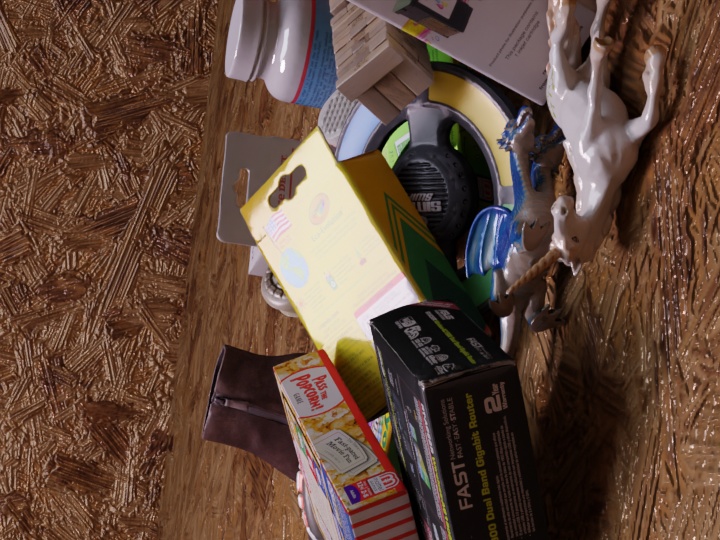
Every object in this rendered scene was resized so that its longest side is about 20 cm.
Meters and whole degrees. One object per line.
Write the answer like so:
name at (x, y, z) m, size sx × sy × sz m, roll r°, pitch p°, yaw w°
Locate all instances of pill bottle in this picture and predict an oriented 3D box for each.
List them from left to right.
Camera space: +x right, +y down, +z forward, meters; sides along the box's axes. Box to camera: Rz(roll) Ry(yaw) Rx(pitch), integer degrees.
pill bottle at (-0.027, -0.211, 1.383) m, size 0.109 × 0.197 × 0.111 m, roll -171°, pitch 90°, yaw -76°

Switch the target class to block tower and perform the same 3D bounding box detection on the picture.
block tower at (0.013, -0.194, 1.100) m, size 0.054 × 0.058 × 0.201 m, roll -37°, pitch 32°, yaw 24°

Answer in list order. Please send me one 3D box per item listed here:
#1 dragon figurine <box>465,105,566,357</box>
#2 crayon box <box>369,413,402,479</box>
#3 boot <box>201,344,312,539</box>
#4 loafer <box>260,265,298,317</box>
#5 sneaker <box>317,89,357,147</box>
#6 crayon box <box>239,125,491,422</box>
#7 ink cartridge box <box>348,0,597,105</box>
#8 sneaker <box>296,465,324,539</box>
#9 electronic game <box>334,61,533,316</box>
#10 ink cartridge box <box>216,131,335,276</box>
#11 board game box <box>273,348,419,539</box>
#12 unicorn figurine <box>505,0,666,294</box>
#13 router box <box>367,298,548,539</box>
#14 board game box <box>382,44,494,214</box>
dragon figurine at (0.109, -0.009, 0.995) m, size 0.100 × 0.058 × 0.203 m, roll -110°, pitch 31°, yaw -63°
crayon box at (0.039, 0.125, 1.204) m, size 0.119 × 0.057 × 0.203 m, roll -166°, pitch 85°, yaw -77°
boot at (-0.081, 0.178, 1.436) m, size 0.072 × 0.164 × 0.203 m, roll -138°, pitch 57°, yaw -74°
loafer at (0.006, -0.011, 1.228) m, size 0.076 × 0.198 × 0.069 m, roll 42°, pitch 155°, yaw 42°
sneaker at (0.064, -0.160, 1.275) m, size 0.199 × 0.104 × 0.076 m, roll -36°, pitch 42°, yaw 29°
crayon box at (0.000, 0.000, 1.098) m, size 0.127 × 0.050 × 0.202 m, roll -40°, pitch 77°, yaw 43°
ink cartridge box at (0.057, -0.221, 1.019) m, size 0.084 × 0.198 × 0.145 m, roll -56°, pitch 23°, yaw 22°
sneaker at (-0.008, 0.171, 1.347) m, size 0.082 × 0.076 × 0.203 m, roll -164°, pitch 82°, yaw -70°
electronic game at (0.054, -0.058, 1.093) m, size 0.198 × 0.041 × 0.203 m, roll 7°, pitch 101°, yaw 39°
ink cartridge box at (-0.039, -0.052, 1.336) m, size 0.068 × 0.197 × 0.117 m, roll 128°, pitch 148°, yaw -64°
board game box at (-0.004, 0.173, 1.049) m, size 0.200 × 0.046 × 0.153 m, roll -126°, pitch 20°, yaw -59°
unicorn figurine at (0.145, -0.094, 0.901) m, size 0.201 × 0.073 × 0.139 m, roll -76°, pitch -5°, yaw -53°
router box at (0.067, 0.133, 0.917) m, size 0.150 × 0.061 × 0.203 m, roll -130°, pitch 26°, yaw -72°
board game box at (0.054, -0.137, 1.170) m, size 0.101 × 0.047 × 0.203 m, roll -16°, pitch 73°, yaw 40°
